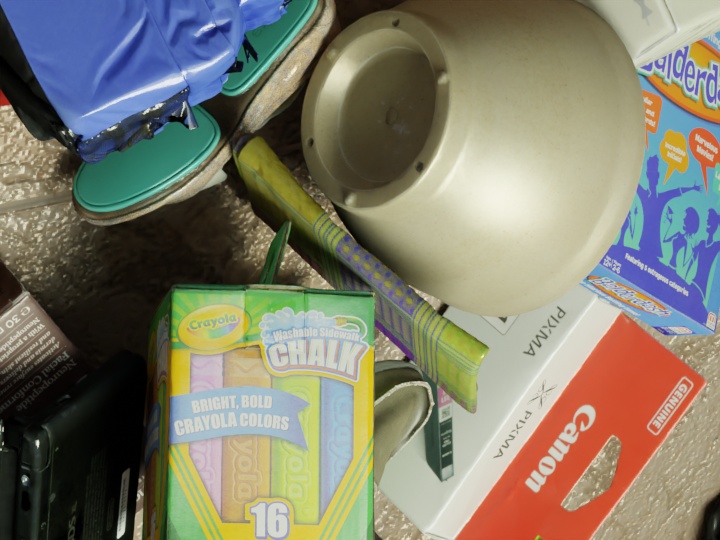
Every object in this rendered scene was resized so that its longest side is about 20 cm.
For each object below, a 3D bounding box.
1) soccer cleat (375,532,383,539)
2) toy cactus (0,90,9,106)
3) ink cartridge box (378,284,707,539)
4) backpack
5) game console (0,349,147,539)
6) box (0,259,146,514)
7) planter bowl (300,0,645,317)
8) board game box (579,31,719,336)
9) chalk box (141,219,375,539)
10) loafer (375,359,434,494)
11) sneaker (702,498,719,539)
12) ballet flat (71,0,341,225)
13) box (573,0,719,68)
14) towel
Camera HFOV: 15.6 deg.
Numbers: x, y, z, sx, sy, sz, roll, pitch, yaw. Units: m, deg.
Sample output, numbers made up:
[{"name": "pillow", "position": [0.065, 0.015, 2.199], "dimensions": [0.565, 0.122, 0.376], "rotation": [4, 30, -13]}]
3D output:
[{"name": "soccer cleat", "position": [-0.014, 0.211, 1.767], "dimensions": [0.086, 0.070, 0.200], "rotation": [-44, 165, -5]}, {"name": "toy cactus", "position": [-0.269, -0.078, 1.409], "dimensions": [0.164, 0.200, 0.103], "rotation": [-21, 93, 14]}, {"name": "ink cartridge box", "position": [0.106, 0.098, 1.749], "dimensions": [0.200, 0.174, 0.043], "rotation": [-54, 143, 8]}, {"name": "backpack", "position": [-0.119, -0.142, 1.335], "dimensions": [0.167, 0.200, 0.163], "rotation": [-22, 88, -8]}, {"name": "game console", "position": [-0.223, 0.146, 1.560], "dimensions": [0.176, 0.116, 0.201], "rotation": [-39, 145, -51]}, {"name": "box", "position": [-0.204, 0.085, 1.593], "dimensions": [0.100, 0.075, 0.200], "rotation": [-41, 136, -5]}, {"name": "planter bowl", "position": [0.051, -0.082, 1.560], "dimensions": [0.134, 0.200, 0.201], "rotation": [15, 110, -47]}, {"name": "board game box", "position": [0.190, -0.076, 1.713], "dimensions": [0.152, 0.045, 0.201], "rotation": [27, 68, -44]}, {"name": "chalk box", "position": [-0.060, 0.074, 1.536], "dimensions": [0.123, 0.124, 0.201], "rotation": [2, 77, -10]}, {"name": "loafer", "position": [-0.013, 0.130, 1.660], "dimensions": [0.200, 0.069, 0.075], "rotation": [-40, 142, -36]}, {"name": "sneaker", "position": [0.350, 0.189, 2.056], "dimensions": [0.199, 0.076, 0.115], "rotation": [-19, 135, -17]}, {"name": "ballet flat", "position": [-0.084, -0.090, 1.567], "dimensions": [0.200, 0.068, 0.067], "rotation": [-42, 151, -3]}, {"name": "box", "position": [0.218, -0.210, 1.623], "dimensions": [0.199, 0.128, 0.109], "rotation": [-25, 87, -25]}, {"name": "towel", "position": [0.000, 0.000, 1.564], "dimensions": [0.023, 0.200, 0.144], "rotation": [-46, 168, -9]}]
